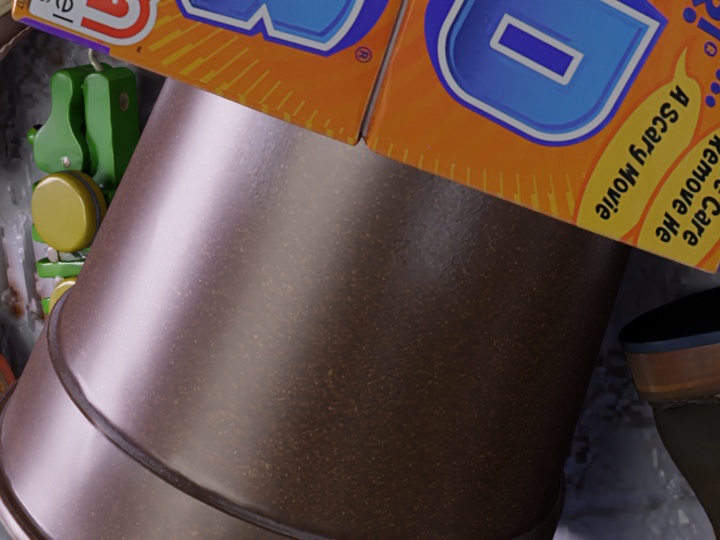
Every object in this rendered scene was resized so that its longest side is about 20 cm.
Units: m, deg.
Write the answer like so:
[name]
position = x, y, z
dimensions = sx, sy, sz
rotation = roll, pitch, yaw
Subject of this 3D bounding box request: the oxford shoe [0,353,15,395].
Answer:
[oxford shoe]
position = -0.238, 0.035, 1.127
dimensions = 0.200, 0.073, 0.071
rotation = 16, 136, 16

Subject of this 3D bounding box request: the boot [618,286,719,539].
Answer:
[boot]
position = 0.175, 0.051, 0.838
dimensions = 0.200, 0.075, 0.097
rotation = -4, 109, 49

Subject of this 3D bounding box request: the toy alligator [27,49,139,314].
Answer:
[toy alligator]
position = -0.104, -0.034, 1.035
dimensions = 0.054, 0.059, 0.200
rotation = -2, 100, 39

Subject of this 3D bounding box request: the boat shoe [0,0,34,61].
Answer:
[boat shoe]
position = -0.172, -0.060, 1.086
dimensions = 0.072, 0.072, 0.200
rotation = 43, 130, -16

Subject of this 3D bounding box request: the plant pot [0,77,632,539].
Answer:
[plant pot]
position = 0.000, 0.000, 0.879
dimensions = 0.200, 0.200, 0.198
rotation = 34, 116, 27

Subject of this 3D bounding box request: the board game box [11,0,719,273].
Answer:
[board game box]
position = 0.047, -0.155, 0.750
dimensions = 0.200, 0.200, 0.200
rotation = 20, 117, 3
